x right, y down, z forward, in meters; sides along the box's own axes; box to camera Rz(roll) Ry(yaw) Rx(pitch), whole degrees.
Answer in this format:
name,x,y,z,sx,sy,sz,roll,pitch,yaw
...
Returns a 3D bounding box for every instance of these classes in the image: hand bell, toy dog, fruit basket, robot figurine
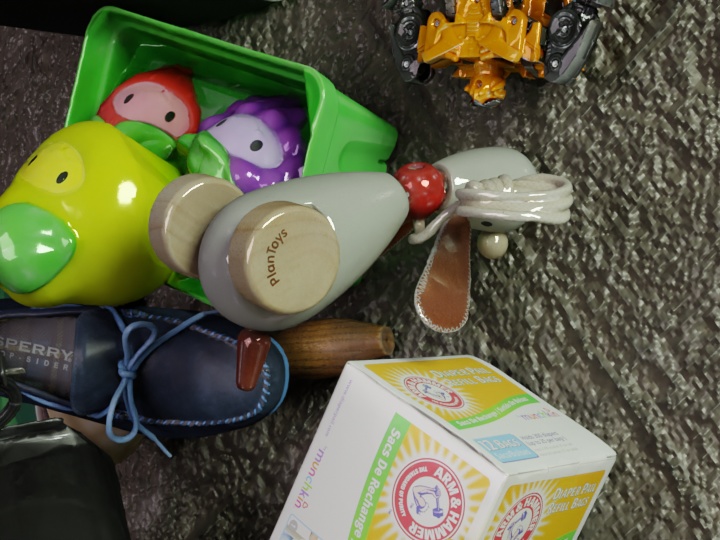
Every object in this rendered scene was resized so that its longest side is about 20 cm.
name,x,y,z,sx,sy,sz,roll,pitch,yaw
hand bell,-0.071,0.049,0.964,0.199,0.104,0.105,-10,79,29
toy dog,0.000,0.000,0.818,0.132,0.198,0.097,-127,35,-69
fruit basket,-0.111,-0.052,0.918,0.215,0.215,0.157,22,100,41
robot figurine,0.079,-0.180,0.852,0.144,0.058,0.202,7,90,43

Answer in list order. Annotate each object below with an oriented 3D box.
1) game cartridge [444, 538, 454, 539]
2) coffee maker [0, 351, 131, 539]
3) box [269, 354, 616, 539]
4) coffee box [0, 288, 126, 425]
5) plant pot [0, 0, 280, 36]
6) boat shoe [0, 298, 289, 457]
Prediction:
name,x,y,z,sx,sy,sz,roll,pitch,yaw
game cartridge,0.086,0.231,0.750,0.198,0.032,0.178,21,103,2
coffee maker,-0.164,0.187,0.849,0.134,0.193,0.201,-29,46,3
box,0.022,0.151,0.831,0.101,0.112,0.201,33,107,31
coffee box,-0.222,0.062,1.103,0.199,0.044,0.124,-13,78,45
plant pot,-0.180,-0.238,1.013,0.177,0.198,0.202,-18,74,51
boat shoe,-0.139,0.057,0.917,0.198,0.069,0.085,0,88,17
